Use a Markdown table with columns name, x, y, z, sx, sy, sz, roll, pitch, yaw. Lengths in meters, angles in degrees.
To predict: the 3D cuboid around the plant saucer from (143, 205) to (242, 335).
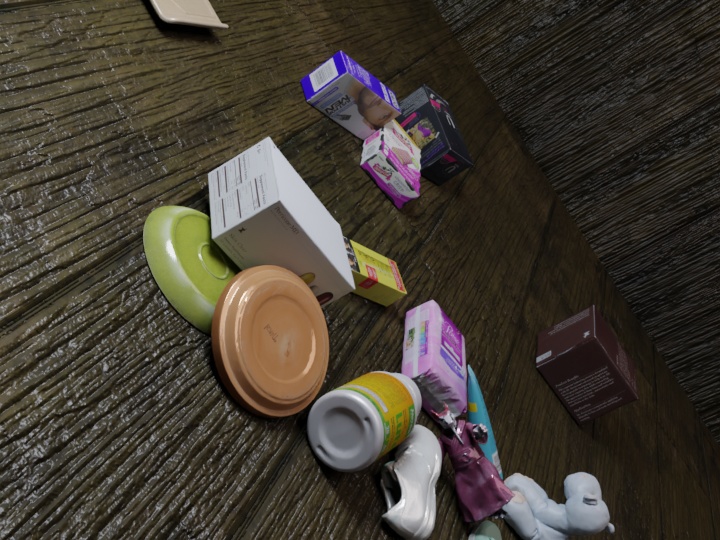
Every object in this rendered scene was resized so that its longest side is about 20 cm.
| name | x | y | z | sx | sy | sz | roll | pitch | yaw |
| --- | --- | --- | --- | --- | --- | --- | --- | --- | --- |
| plant saucer | -0.205 | -0.006 | 1.259 | 0.200 | 0.031 | 0.200 | 43 | 29 | -31 |

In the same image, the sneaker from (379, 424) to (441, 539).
| name | x | y | z | sx | sy | sz | roll | pitch | yaw |
| --- | --- | --- | --- | --- | --- | --- | --- | --- | --- |
| sneaker | 0.066 | 0.297 | 1.392 | 0.088 | 0.075 | 0.200 | 34 | 33 | -22 |

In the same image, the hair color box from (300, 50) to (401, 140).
| name | x | y | z | sx | sy | sz | roll | pitch | yaw |
| --- | --- | --- | --- | --- | --- | --- | --- | --- | --- |
| hair color box | -0.017 | -0.356 | 1.942 | 0.200 | 0.109 | 0.065 | 25 | 41 | -51 |

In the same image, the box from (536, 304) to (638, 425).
| name | x | y | z | sx | sy | sz | roll | pitch | yaw |
| --- | --- | --- | --- | --- | --- | --- | --- | --- | --- |
| box | 0.548 | 0.230 | 2.287 | 0.200 | 0.166 | 0.164 | 53 | 25 | -14 |

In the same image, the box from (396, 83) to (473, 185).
| name | x | y | z | sx | sy | sz | roll | pitch | yaw |
| --- | --- | --- | --- | --- | --- | --- | --- | --- | --- |
| box | 0.174 | -0.327 | 2.286 | 0.122 | 0.106 | 0.201 | 21 | 44 | -54 |

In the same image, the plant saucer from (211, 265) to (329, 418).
| name | x | y | z | sx | sy | sz | roll | pitch | yaw |
| --- | --- | --- | --- | --- | --- | --- | --- | --- | --- |
| plant saucer | -0.110 | 0.091 | 1.238 | 0.200 | 0.032 | 0.201 | 17 | 67 | -46 |

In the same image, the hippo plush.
| name | x | y | z | sx | sy | sz | roll | pitch | yaw |
| --- | --- | --- | --- | --- | --- | --- | --- | --- | --- |
| hippo plush | 0.350 | 0.424 | 1.673 | 0.159 | 0.160 | 0.200 | 48 | 26 | -23 |

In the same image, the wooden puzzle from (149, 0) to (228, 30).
| name | x | y | z | sx | sy | sz | roll | pitch | yaw |
| --- | --- | --- | --- | --- | --- | --- | --- | --- | --- |
| wooden puzzle | -0.326 | -0.484 | 1.586 | 0.200 | 0.037 | 0.185 | 56 | 24 | 5 |

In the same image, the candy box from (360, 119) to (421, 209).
| name | x | y | z | sx | sy | sz | roll | pitch | yaw |
| --- | --- | --- | --- | --- | --- | --- | --- | --- | --- |
| candy box | 0.069 | -0.243 | 2.037 | 0.136 | 0.061 | 0.200 | 46 | 26 | -25 |

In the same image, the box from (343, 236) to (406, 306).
| name | x | y | z | sx | sy | sz | roll | pitch | yaw |
| --- | --- | --- | --- | --- | --- | --- | --- | --- | --- |
| box | 0.000 | 0.000 | 1.627 | 0.200 | 0.050 | 0.076 | 26 | 39 | -51 |

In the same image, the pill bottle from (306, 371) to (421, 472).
| name | x | y | z | sx | sy | sz | roll | pitch | yaw |
| --- | --- | --- | --- | --- | --- | --- | --- | --- | --- |
| pill bottle | 0.015 | 0.205 | 1.339 | 0.111 | 0.111 | 0.200 | 62 | 24 | 7 |

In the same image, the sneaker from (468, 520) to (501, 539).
| name | x | y | z | sx | sy | sz | roll | pitch | yaw |
| --- | --- | --- | --- | --- | --- | --- | --- | --- | --- |
| sneaker | 0.228 | 0.448 | 1.462 | 0.074 | 0.118 | 0.201 | 51 | 24 | -13 |

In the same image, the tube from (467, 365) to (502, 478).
| name | x | y | z | sx | sy | sz | roll | pitch | yaw |
| --- | --- | --- | --- | --- | --- | --- | --- | --- | --- |
| tube | 0.205 | 0.267 | 1.625 | 0.077 | 0.050 | 0.201 | -97 | 177 | -83 |

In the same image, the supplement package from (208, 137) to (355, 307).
| name | x | y | z | sx | sy | sz | roll | pitch | yaw |
| --- | --- | --- | --- | --- | --- | --- | --- | --- | --- |
| supplement package | -0.112 | -0.055 | 1.342 | 0.200 | 0.111 | 0.156 | 50 | 16 | -38 |

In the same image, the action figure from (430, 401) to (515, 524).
| name | x | y | z | sx | sy | sz | roll | pitch | yaw |
| --- | --- | --- | --- | --- | --- | --- | --- | --- | --- |
| action figure | 0.180 | 0.301 | 1.523 | 0.149 | 0.134 | 0.201 | -7 | 70 | -65 |

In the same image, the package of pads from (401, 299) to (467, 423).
| name | x | y | z | sx | sy | sz | roll | pitch | yaw |
| --- | --- | --- | --- | --- | --- | --- | --- | --- | --- |
| package of pads | 0.132 | 0.160 | 1.667 | 0.121 | 0.075 | 0.200 | 51 | 25 | -26 |
